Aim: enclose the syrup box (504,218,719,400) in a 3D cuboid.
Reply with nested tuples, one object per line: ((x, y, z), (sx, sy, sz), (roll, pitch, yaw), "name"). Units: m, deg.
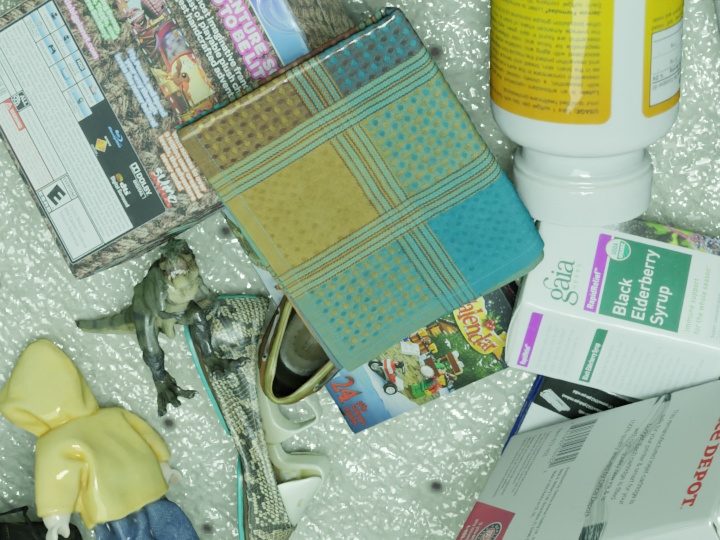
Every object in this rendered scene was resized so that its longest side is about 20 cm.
((0.193, 0.030, 1.300), (0.200, 0.079, 0.081), (15, 149, 2), "syrup box")

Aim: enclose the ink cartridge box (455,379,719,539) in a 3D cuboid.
((0.163, 0.148, 1.260), (0.200, 0.145, 0.084), (-20, 114, 38), "ink cartridge box")

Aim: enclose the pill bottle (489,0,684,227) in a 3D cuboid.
((0.129, -0.132, 1.238), (0.111, 0.111, 0.200), (3, 114, 9), "pill bottle")

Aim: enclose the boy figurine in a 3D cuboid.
((-0.173, 0.139, 1.416), (0.064, 0.124, 0.200), (-39, 85, 39), "boy figurine")

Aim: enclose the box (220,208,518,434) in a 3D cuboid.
((0.008, -0.009, 1.357), (0.136, 0.038, 0.200), (-25, 107, 20), "box")

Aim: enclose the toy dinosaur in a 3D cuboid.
((-0.121, 0.038, 1.348), (0.088, 0.047, 0.200), (59, 150, 3), "toy dinosaur")

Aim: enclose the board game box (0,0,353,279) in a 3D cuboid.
((-0.109, -0.114, 1.277), (0.200, 0.097, 0.160), (-28, 90, 19), "board game box")

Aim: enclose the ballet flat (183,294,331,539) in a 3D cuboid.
((-0.060, 0.108, 1.410), (0.075, 0.068, 0.200), (-10, 108, 6), "ballet flat")

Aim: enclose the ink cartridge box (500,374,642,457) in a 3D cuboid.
((0.197, 0.127, 1.378), (0.200, 0.044, 0.094), (22, 117, 0), "ink cartridge box")

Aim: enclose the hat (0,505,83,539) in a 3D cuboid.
((-0.218, 0.218, 1.450), (0.081, 0.201, 0.201), (-10, 115, -18), "hat")

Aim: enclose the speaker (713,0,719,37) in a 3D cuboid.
((0.238, -0.168, 1.220), (0.081, 0.081, 0.200), (-10, 112, 15), "speaker")

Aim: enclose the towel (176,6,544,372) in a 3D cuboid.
((0.004, -0.043, 1.219), (0.146, 0.022, 0.200), (-29, 126, 8), "towel")

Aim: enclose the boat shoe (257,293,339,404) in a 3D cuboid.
((0.000, 0.000, 1.303), (0.072, 0.068, 0.200), (26, 115, -1), "boat shoe")
